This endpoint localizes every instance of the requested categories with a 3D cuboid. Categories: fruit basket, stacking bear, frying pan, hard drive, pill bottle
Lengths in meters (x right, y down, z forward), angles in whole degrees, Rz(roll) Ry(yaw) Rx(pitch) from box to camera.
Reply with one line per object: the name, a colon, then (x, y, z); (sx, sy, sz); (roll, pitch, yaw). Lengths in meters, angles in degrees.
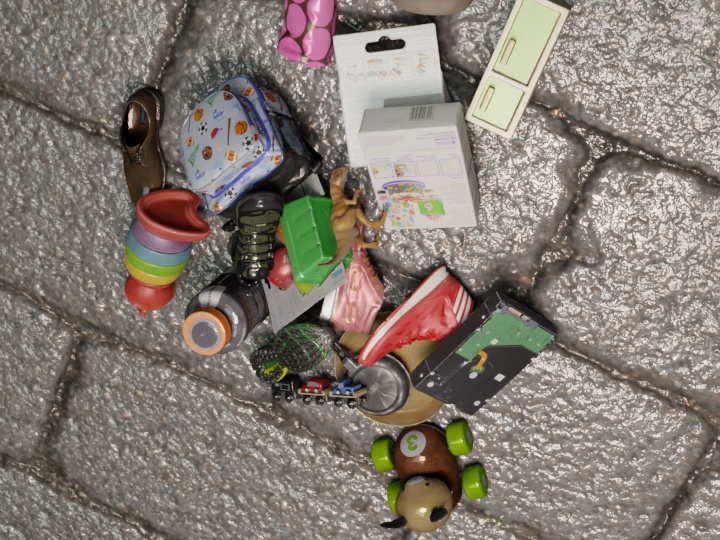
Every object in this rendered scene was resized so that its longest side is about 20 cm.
fruit basket: (-0.095, -0.025, 1.712); (0.200, 0.093, 0.186); (-41, 58, 48)
stacking bear: (-0.331, -0.019, 1.808); (0.113, 0.122, 0.200); (2, 129, -28)
frying pan: (0.008, 0.154, 1.789); (0.115, 0.031, 0.190); (-23, 103, 20)
hard drive: (0.190, 0.131, 1.714); (0.139, 0.038, 0.200); (27, 118, -35)
pill bottle: (-0.211, 0.065, 1.752); (0.106, 0.200, 0.107); (4, 108, 13)

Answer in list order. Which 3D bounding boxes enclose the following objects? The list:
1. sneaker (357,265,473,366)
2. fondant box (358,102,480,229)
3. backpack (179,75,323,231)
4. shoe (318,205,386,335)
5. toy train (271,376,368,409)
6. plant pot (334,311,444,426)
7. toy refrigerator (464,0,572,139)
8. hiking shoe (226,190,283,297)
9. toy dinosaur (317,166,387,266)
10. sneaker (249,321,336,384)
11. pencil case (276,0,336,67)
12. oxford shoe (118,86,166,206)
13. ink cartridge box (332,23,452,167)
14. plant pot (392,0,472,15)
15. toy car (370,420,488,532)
sneaker: (0.096, 0.098, 1.716); (0.116, 0.078, 0.200); (43, 92, 3)
fondant box: (0.090, -0.149, 1.630); (0.144, 0.058, 0.200); (-2, 137, 16)
backpack: (-0.183, -0.190, 1.672); (0.200, 0.154, 0.191); (-33, 56, 20)
shoe: (0.000, 0.000, 1.739); (0.091, 0.071, 0.201); (14, 96, -1)
toy train: (-0.069, 0.196, 1.815); (0.199, 0.034, 0.046); (0, 100, 38)
plant pot: (0.056, 0.158, 1.804); (0.199, 0.027, 0.201); (4, 108, 14)
toy refrigerator: (0.225, -0.296, 1.587); (0.076, 0.070, 0.201); (26, 113, 5)
hiking shoe: (-0.148, -0.040, 1.644); (0.075, 0.200, 0.101); (-8, 64, -18)
toy dinosaur: (-0.019, -0.060, 1.631); (0.106, 0.201, 0.060); (10, 141, -14)
sneaker: (-0.100, 0.117, 1.772); (0.200, 0.085, 0.078); (-24, 99, 51)
pencil case: (-0.079, -0.402, 1.626); (0.093, 0.091, 0.201); (11, 112, 12)
oxford shoe: (-0.357, -0.186, 1.773); (0.072, 0.084, 0.201); (4, 110, 12)
ink cartridge box: (0.053, -0.260, 1.659); (0.162, 0.057, 0.201); (-4, 102, 16)
plant pot: (0.104, -0.454, 1.521); (0.199, 0.200, 0.174); (10, 127, 12)
toy car: (0.096, 0.349, 1.761); (0.164, 0.200, 0.158); (-16, 103, 19)
